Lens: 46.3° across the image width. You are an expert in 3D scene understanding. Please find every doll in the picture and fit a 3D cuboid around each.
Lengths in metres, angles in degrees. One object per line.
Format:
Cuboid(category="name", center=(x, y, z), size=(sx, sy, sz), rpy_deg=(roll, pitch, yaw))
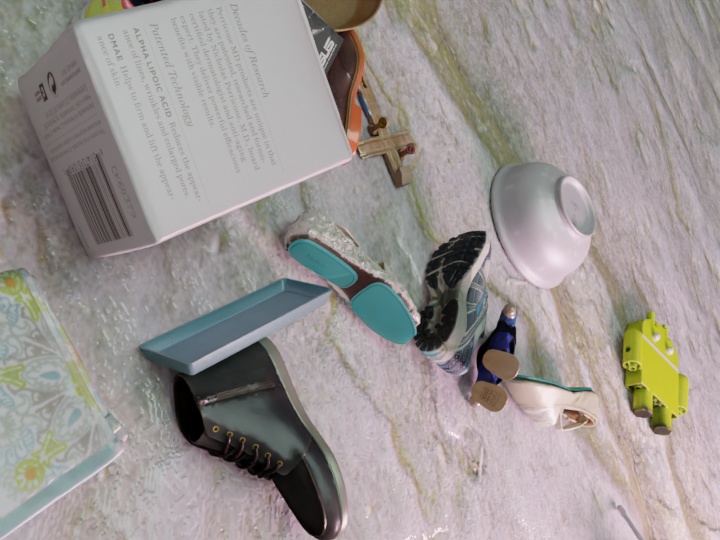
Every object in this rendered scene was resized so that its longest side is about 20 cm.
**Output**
Cuboid(category="doll", center=(0.166, 0.109, 1.032), size=(0.048, 0.139, 0.200), rpy_deg=(20, 14, 7))

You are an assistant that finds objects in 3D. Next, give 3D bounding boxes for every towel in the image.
Cuboid(category="towel", center=(-0.281, 0.107, 0.601), size=(0.199, 0.048, 0.173), rpy_deg=(-33, 95, -49))

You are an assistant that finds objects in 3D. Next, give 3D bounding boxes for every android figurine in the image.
Cuboid(category="android figurine", center=(0.491, 0.165, 1.405), size=(0.182, 0.041, 0.202), rpy_deg=(40, 49, -28))

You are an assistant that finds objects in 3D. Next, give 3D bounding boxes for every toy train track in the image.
Cuboid(category="toy train track", center=(0.025, -0.207, 1.076), size=(0.114, 0.032, 0.203), rpy_deg=(-22, 88, -49))

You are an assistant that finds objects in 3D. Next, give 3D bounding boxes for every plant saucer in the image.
Cuboid(category="plant saucer", center=(-0.111, 0.050, 0.797), size=(0.199, 0.069, 0.019), rpy_deg=(-26, 120, -49))
Cuboid(category="plant saucer", center=(-0.068, -0.356, 1.007), size=(0.197, 0.035, 0.203), rpy_deg=(13, 58, -21))

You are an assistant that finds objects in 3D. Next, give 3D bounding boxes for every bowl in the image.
Cuboid(category="bowl", center=(0.290, -0.082, 1.261), size=(0.199, 0.090, 0.204), rpy_deg=(22, 57, -39))

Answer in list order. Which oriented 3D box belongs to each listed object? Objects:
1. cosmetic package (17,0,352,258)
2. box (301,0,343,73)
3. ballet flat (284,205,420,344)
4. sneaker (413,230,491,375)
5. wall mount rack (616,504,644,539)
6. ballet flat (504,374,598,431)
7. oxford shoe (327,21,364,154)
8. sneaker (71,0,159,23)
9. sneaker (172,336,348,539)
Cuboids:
Cuboid(category="cosmetic package", center=(-0.147, -0.127, 0.710), size=(0.198, 0.164, 0.167), rpy_deg=(-28, 103, -35))
Cuboid(category="box", center=(-0.121, -0.207, 0.866), size=(0.158, 0.048, 0.202), rpy_deg=(37, 66, -30))
Cuboid(category="ballet flat", center=(0.000, 0.000, 0.930), size=(0.200, 0.071, 0.072), rpy_deg=(43, 46, -27))
Cuboid(category="sneaker", center=(0.125, 0.040, 1.057), size=(0.087, 0.077, 0.202), rpy_deg=(50, 50, -36))
Cuboid(category="wall mount rack", center=(0.408, 0.435, 1.176), size=(0.200, 0.074, 0.175), rpy_deg=(45, 49, -24))
Cuboid(category="ballet flat", center=(0.263, 0.183, 1.138), size=(0.198, 0.069, 0.071), rpy_deg=(15, 62, -42))
Cuboid(category="oxford shoe", center=(-0.041, -0.222, 0.989), size=(0.072, 0.071, 0.203), rpy_deg=(14, 55, -27))
Cuboid(category="sneaker", center=(-0.200, -0.279, 0.825), size=(0.078, 0.090, 0.202), rpy_deg=(41, 46, -24))
Cuboid(category="sneaker", center=(-0.094, 0.168, 0.762), size=(0.105, 0.075, 0.202), rpy_deg=(-22, 80, -44))
